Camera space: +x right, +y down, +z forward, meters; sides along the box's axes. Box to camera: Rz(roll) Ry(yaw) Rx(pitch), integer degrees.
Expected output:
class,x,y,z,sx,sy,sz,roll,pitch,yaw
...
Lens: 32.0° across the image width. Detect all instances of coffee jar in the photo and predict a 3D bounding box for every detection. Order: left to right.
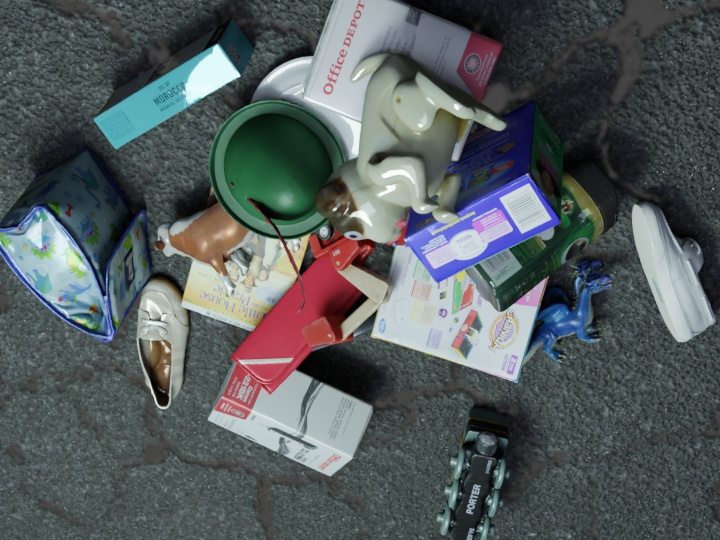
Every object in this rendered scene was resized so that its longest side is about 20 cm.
class,x,y,z,sx,sy,sz,roll,pitch,yaw
coffee jar,0.219,-0.044,1.514,0.199,0.104,0.086,-37,71,-4

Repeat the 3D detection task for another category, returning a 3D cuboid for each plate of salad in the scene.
class,x,y,z,sx,sy,sz,roll,pitch,yaw
plate of salad,-0.045,-0.170,1.560,0.197,0.048,0.203,7,115,14

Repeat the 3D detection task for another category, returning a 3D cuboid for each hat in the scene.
class,x,y,z,sx,sy,sz,roll,pitch,yaw
hat,-0.097,-0.096,1.461,0.199,0.176,0.166,35,103,-4

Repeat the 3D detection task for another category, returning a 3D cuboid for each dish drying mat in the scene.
class,x,y,z,sx,sy,sz,roll,pitch,yaw
dish drying mat,-0.079,0.065,1.656,0.077,0.018,0.200,42,88,4

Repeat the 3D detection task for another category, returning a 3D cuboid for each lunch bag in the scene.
class,x,y,z,sx,sy,sz,roll,pitch,yaw
lunch bag,-0.356,-0.028,1.631,0.126,0.171,0.201,-23,114,22

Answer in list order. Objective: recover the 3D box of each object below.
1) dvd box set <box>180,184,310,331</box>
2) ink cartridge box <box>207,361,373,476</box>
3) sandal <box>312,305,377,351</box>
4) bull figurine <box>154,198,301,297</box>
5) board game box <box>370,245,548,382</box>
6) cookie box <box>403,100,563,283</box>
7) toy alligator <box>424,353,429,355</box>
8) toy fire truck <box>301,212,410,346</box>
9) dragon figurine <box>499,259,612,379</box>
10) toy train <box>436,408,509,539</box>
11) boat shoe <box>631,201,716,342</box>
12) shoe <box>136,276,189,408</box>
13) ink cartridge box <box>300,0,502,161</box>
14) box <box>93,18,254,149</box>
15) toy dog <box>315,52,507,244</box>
class,x,y,z,sx,sy,sz,roll,pitch,yaw
dvd box set,-0.151,-0.015,1.683,0.145,0.030,0.202,19,122,-2
ink cartridge box,-0.098,0.197,1.733,0.198,0.085,0.144,25,157,-5
sandal,-0.049,0.081,1.701,0.198,0.076,0.043,-19,88,20
bull figurine,-0.170,-0.045,1.613,0.199,0.065,0.122,-30,112,25
board game box,0.128,0.039,1.600,0.198,0.040,0.155,18,97,8
cookie box,0.149,-0.096,1.479,0.170,0.201,0.076,-27,114,24
toy alligator,0.095,0.038,1.654,0.058,0.054,0.202,7,122,6
toy fire truck,0.000,0.000,1.587,0.199,0.049,0.143,-27,76,29
dragon figurine,0.250,0.061,1.637,0.199,0.059,0.100,-28,112,24
toy train,0.160,0.291,1.759,0.084,0.114,0.202,11,123,2
boat shoe,0.396,-0.004,1.570,0.068,0.072,0.202,-25,108,-1
shoe,-0.277,0.104,1.763,0.069,0.054,0.202,5,121,7
ink cartridge box,0.045,-0.232,1.460,0.198,0.085,0.147,21,99,-5
box,-0.228,-0.228,1.539,0.198,0.083,0.049,-26,115,24
toy dog,0.032,-0.123,1.372,0.193,0.139,0.201,34,103,14
